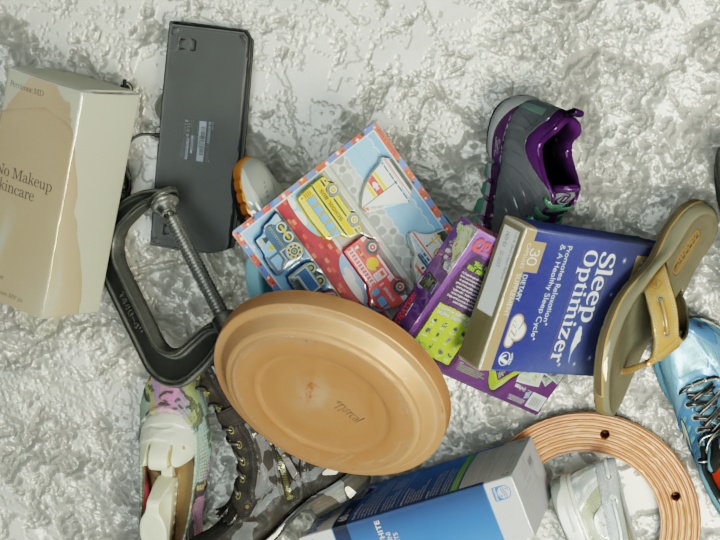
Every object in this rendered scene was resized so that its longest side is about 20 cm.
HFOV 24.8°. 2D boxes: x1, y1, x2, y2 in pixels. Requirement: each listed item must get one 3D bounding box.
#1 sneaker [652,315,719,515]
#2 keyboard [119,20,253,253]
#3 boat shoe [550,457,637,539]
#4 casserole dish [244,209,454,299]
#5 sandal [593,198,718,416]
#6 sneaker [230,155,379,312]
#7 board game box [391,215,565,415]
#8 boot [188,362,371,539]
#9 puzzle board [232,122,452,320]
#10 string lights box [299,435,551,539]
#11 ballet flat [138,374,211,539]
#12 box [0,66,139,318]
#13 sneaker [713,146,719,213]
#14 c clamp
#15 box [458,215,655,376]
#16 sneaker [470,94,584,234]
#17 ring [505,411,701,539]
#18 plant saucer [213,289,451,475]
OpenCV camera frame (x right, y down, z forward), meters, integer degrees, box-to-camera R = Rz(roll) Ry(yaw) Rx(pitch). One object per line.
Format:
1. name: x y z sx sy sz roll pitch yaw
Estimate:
1. sneaker: 0.308 0.132 1.381 0.078 0.090 0.201 -24 94 12
2. keyboard: -0.162 -0.118 1.438 0.126 0.021 0.201 8 101 5
3. boat shoe: 0.233 0.260 1.408 0.065 0.074 0.203 -27 89 17
4. casserole dish: 0.000 0.000 1.427 0.199 0.039 0.122 -2 100 8
5. sandal: 0.250 0.032 1.347 0.054 0.080 0.200 25 74 33
6. sneaker: -0.033 -0.018 1.378 0.092 0.076 0.200 -34 102 -9
7. board game box: 0.116 0.041 1.349 0.120 0.200 0.032 -53 46 11
8. boot: -0.103 0.150 1.434 0.199 0.069 0.175 -30 98 3
9. puzzle board: 0.012 0.003 1.343 0.151 0.017 0.200 -38 102 -8
10. string lights box: 0.057 0.211 1.412 0.199 0.103 0.059 -20 97 20
11. ballet flat: -0.173 0.188 1.469 0.069 0.071 0.201 5 101 15
12. box: -0.265 -0.069 1.418 0.095 0.078 0.201 18 103 29
13. sneaker: 0.343 -0.007 1.361 0.080 0.070 0.201 -6 99 6
14. c clamp: -0.152 0.008 1.401 0.171 0.027 0.200 -48 66 34
15. box: 0.175 0.025 1.341 0.032 0.199 0.122 30 108 44
16. sneaker: 0.141 -0.043 1.364 0.074 0.087 0.201 -4 103 -33
17. ring: 0.200 0.221 1.450 0.199 0.019 0.202 2 101 9
18. plant saucer: -0.026 0.098 1.317 0.199 0.032 0.201 14 138 13
